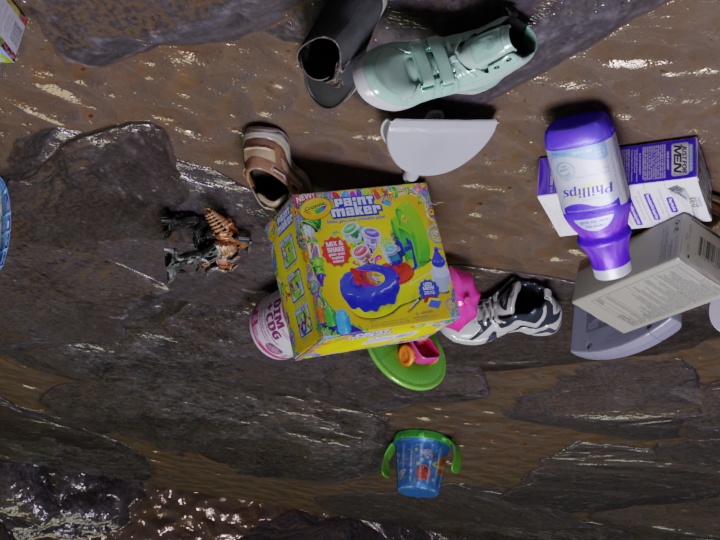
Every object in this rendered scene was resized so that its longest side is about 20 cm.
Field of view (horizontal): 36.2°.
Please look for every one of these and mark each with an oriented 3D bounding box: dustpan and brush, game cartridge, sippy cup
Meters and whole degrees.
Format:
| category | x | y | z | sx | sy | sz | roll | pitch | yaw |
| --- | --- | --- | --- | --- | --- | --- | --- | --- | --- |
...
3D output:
| category | x | y | z | sx | sy | sz | roll | pitch | yaw |
| --- | --- | --- | --- | --- | --- | --- | --- | --- | --- |
| dustpan and brush | 0.082 | -0.150 | 1.385 | 0.139 | 0.058 | 0.200 | -1 | 150 | -12 |
| game cartridge | 0.396 | 0.061 | 1.635 | 0.040 | 0.134 | 0.200 | 29 | 148 | -25 |
| sippy cup | 0.136 | 0.445 | 2.507 | 0.139 | 0.131 | 0.178 | 15 | 154 | -15 |

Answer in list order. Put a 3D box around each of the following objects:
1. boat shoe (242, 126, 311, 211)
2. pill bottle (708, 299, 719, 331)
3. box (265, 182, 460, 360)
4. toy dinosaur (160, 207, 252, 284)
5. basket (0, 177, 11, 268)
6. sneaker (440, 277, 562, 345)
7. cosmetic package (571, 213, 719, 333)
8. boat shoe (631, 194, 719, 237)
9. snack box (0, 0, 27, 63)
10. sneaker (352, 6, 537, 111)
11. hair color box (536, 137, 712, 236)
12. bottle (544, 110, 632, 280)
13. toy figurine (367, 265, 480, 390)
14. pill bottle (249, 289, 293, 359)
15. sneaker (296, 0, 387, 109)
| category | x | y | z | sx | sy | sz | roll | pitch | yaw |
| --- | --- | --- | --- | --- | --- | --- | --- | --- | --- |
| boat shoe | -0.117 | -0.114 | 1.475 | 0.075 | 0.072 | 0.200 | -1 | 153 | 16 |
| pill bottle | 0.616 | 0.089 | 1.662 | 0.199 | 0.113 | 0.112 | 27 | 148 | -35 |
| box | 0.000 | 0.000 | 1.468 | 0.199 | 0.194 | 0.122 | -8 | 165 | -25 |
| toy dinosaur | -0.229 | -0.049 | 1.653 | 0.135 | 0.103 | 0.201 | -5 | 138 | -9 |
| basket | -0.567 | -0.075 | 1.570 | 0.138 | 0.178 | 0.200 | 5 | 173 | -32 |
| sneaker | 0.217 | 0.058 | 1.741 | 0.198 | 0.080 | 0.130 | 1 | 152 | 13 |
| cosmetic package | 0.384 | 0.008 | 1.444 | 0.105 | 0.071 | 0.200 | 29 | 150 | -22 |
| boat shoe | 0.417 | -0.038 | 1.498 | 0.072 | 0.068 | 0.200 | 20 | 151 | -21 |
| snack box | -0.485 | -0.303 | 1.181 | 0.168 | 0.068 | 0.200 | 0 | 155 | 14 |
| sneaker | 0.091 | -0.224 | 1.132 | 0.200 | 0.074 | 0.118 | -15 | 173 | -36 |
| hair color box | 0.335 | -0.103 | 1.392 | 0.199 | 0.065 | 0.109 | -4 | 152 | 26 |
| bottle | 0.280 | -0.087 | 1.317 | 0.083 | 0.065 | 0.201 | -8 | 112 | 26 |
| toy figurine | 0.105 | 0.052 | 1.705 | 0.150 | 0.201 | 0.184 | -1 | 143 | -38 |
| pill bottle | -0.087 | 0.070 | 1.803 | 0.113 | 0.114 | 0.200 | 22 | 150 | -29 |
| sneaker | -0.040 | -0.220 | 1.174 | 0.075 | 0.106 | 0.200 | 29 | 149 | 3 |
